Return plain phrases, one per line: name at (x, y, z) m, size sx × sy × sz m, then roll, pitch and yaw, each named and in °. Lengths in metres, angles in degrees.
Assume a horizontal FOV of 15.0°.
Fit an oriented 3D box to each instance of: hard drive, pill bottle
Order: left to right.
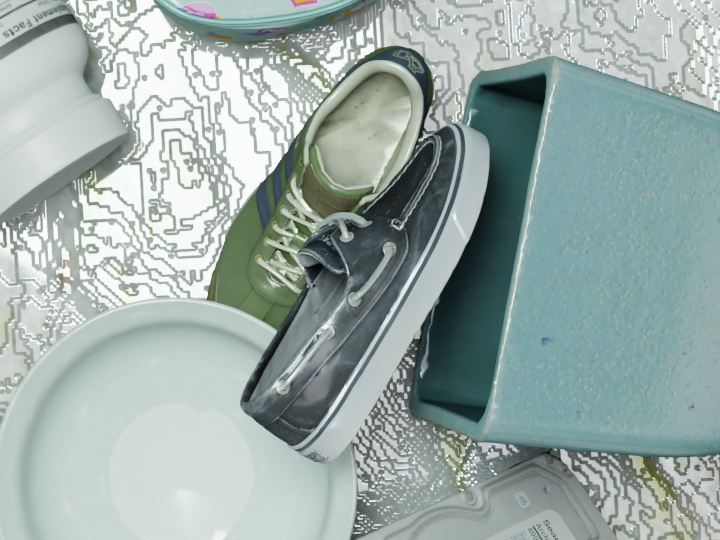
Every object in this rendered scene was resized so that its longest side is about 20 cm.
pill bottle at (-0.221, -0.132, 1.499) m, size 0.116 × 0.116 × 0.201 m, roll -34°, pitch 90°, yaw -1°
hard drive at (0.078, 0.183, 1.456) m, size 0.038 × 0.199 × 0.140 m, roll -42°, pitch 74°, yaw 36°

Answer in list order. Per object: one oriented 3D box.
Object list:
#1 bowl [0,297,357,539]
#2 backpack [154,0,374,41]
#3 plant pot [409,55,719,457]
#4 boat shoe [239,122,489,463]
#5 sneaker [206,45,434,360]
bowl at (-0.101, 0.116, 1.510) m, size 0.200 × 0.090 × 0.203 m, roll 0°, pitch 90°, yaw -1°
backpack at (-0.056, -0.226, 1.487) m, size 0.175 × 0.153 × 0.201 m, roll -10°, pitch 96°, yaw -6°
plant pot at (0.155, 0.006, 1.471) m, size 0.199 × 0.196 × 0.198 m, roll 12°, pitch 89°, yaw -11°
boat shoe at (0.000, 0.000, 1.446) m, size 0.068 × 0.072 × 0.201 m, roll 33°, pitch 78°, yaw -21°
sneaker at (-0.025, -0.040, 1.511) m, size 0.067 × 0.090 × 0.201 m, roll 33°, pitch 90°, yaw -1°
